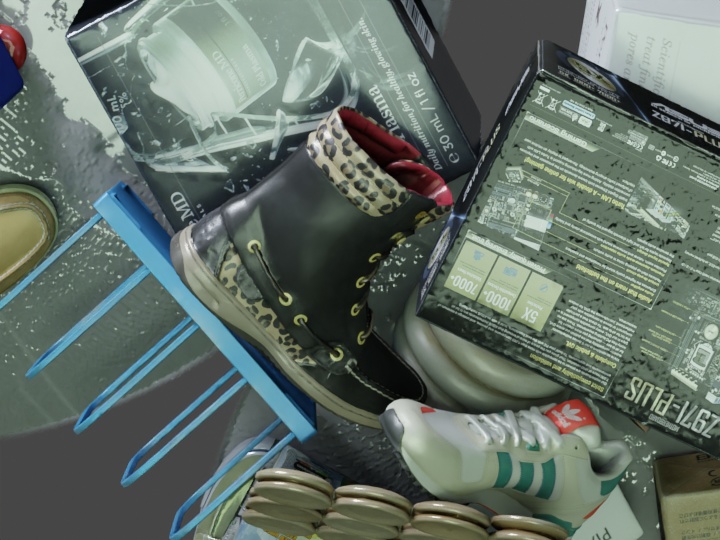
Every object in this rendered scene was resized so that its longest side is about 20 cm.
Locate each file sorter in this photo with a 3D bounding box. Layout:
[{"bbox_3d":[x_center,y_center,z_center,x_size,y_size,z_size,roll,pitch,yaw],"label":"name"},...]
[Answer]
[{"bbox_3d":[-0.138,0.059,1.704,0.123,0.139,0.200,-41,95,2],"label":"file sorter"}]

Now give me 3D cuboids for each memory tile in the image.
[{"bbox_3d":[0.026,0.161,1.657,0.199,0.153,0.017,13,74,-2],"label":"memory tile"}]

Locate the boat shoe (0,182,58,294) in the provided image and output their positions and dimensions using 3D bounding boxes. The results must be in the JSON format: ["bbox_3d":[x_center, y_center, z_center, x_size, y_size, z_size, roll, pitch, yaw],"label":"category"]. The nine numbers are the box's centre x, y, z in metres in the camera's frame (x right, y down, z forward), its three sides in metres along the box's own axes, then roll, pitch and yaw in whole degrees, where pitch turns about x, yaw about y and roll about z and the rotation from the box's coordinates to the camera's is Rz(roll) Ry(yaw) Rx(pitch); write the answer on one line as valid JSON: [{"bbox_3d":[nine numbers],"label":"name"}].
[{"bbox_3d":[-0.292,0.010,1.749,0.199,0.076,0.072,-30,103,10],"label":"boat shoe"}]

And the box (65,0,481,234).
[{"bbox_3d":[-0.052,-0.123,1.678,0.196,0.124,0.201,-27,105,12],"label":"box"}]

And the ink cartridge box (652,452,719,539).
[{"bbox_3d":[0.309,0.201,1.793,0.199,0.075,0.166,-8,109,3],"label":"ink cartridge box"}]

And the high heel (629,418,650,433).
[{"bbox_3d":[0.164,0.015,1.642,0.096,0.067,0.200,-45,135,-2],"label":"high heel"}]

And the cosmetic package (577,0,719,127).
[{"bbox_3d":[0.216,-0.096,1.636,0.164,0.200,0.166,8,107,-1],"label":"cosmetic package"}]

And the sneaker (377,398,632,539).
[{"bbox_3d":[0.096,0.107,1.653,0.093,0.070,0.199,-44,136,16],"label":"sneaker"}]

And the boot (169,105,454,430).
[{"bbox_3d":[0.000,0.000,1.622,0.200,0.073,0.151,39,113,-19],"label":"boot"}]

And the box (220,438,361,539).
[{"bbox_3d":[-0.004,0.222,1.789,0.199,0.040,0.137,31,86,-19],"label":"box"}]

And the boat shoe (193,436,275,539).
[{"bbox_3d":[-0.088,0.213,1.815,0.072,0.062,0.201,16,107,-4],"label":"boat shoe"}]

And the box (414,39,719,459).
[{"bbox_3d":[0.155,-0.013,1.513,0.199,0.086,0.164,25,107,-4],"label":"box"}]

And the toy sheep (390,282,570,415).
[{"bbox_3d":[0.084,0.054,1.728,0.137,0.138,0.200,28,123,-7],"label":"toy sheep"}]

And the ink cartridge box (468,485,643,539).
[{"bbox_3d":[0.107,0.227,1.783,0.199,0.044,0.174,-33,103,-14],"label":"ink cartridge box"}]

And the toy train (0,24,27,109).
[{"bbox_3d":[-0.311,-0.182,1.694,0.115,0.085,0.201,-21,106,22],"label":"toy train"}]
